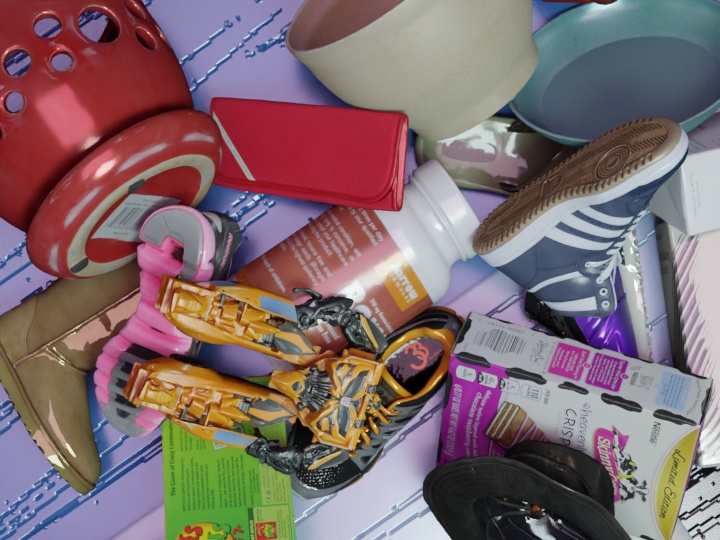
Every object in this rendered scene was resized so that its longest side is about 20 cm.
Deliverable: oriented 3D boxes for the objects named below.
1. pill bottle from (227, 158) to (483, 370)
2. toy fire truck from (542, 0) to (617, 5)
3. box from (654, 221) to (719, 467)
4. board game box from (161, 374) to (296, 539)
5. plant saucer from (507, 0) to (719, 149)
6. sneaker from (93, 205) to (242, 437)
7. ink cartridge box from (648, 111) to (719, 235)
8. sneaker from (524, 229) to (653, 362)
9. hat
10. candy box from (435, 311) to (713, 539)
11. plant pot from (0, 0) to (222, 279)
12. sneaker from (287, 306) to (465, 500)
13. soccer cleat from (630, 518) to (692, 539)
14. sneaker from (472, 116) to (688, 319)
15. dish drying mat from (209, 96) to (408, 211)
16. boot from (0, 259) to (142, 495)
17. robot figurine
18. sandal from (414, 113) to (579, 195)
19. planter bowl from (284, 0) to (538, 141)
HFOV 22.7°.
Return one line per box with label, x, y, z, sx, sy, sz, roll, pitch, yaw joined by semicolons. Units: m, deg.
pill bottle;0.000;0.000;1.447;0.199;0.112;0.112;-34;88;0
toy fire truck;0.227;-0.271;1.418;0.168;0.200;0.112;-46;109;-4
box;0.289;0.055;1.457;0.068;0.082;0.201;-8;86;1
board game box;-0.104;0.175;1.411;0.101;0.048;0.201;-4;47;-4
plant saucer;0.215;-0.153;1.438;0.199;0.200;0.036;-20;129;0
sneaker;-0.144;0.039;1.418;0.079;0.095;0.201;28;110;17
ink cartridge box;0.329;-0.091;1.427;0.199;0.117;0.068;-13;107;-9
sneaker;0.185;0.041;1.470;0.099;0.070;0.202;-7;84;8
hat;0.149;0.184;1.365;0.200;0.201;0.081;31;56;2
candy box;0.165;0.125;1.413;0.199;0.061;0.137;15;130;12
plant pot;-0.216;-0.111;1.394;0.200;0.200;0.183;-41;73;-1
sneaker;0.009;0.106;1.461;0.078;0.077;0.200;42;91;0
soccer cleat;0.174;0.244;1.464;0.199;0.070;0.087;-17;74;-3
sneaker;0.191;-0.035;1.365;0.108;0.070;0.200;42;131;-21
dish drying mat;-0.046;-0.095;1.436;0.199;0.018;0.077;10;99;39
boot;-0.195;0.061;1.472;0.199;0.066;0.176;-32;89;-2
robot figurine;-0.070;0.079;1.358;0.199;0.058;0.146;17;95;-22
sandal;0.145;-0.094;1.475;0.200;0.057;0.080;0;88;0
planter bowl;0.058;-0.189;1.427;0.200;0.200;0.135;-40;112;-1
